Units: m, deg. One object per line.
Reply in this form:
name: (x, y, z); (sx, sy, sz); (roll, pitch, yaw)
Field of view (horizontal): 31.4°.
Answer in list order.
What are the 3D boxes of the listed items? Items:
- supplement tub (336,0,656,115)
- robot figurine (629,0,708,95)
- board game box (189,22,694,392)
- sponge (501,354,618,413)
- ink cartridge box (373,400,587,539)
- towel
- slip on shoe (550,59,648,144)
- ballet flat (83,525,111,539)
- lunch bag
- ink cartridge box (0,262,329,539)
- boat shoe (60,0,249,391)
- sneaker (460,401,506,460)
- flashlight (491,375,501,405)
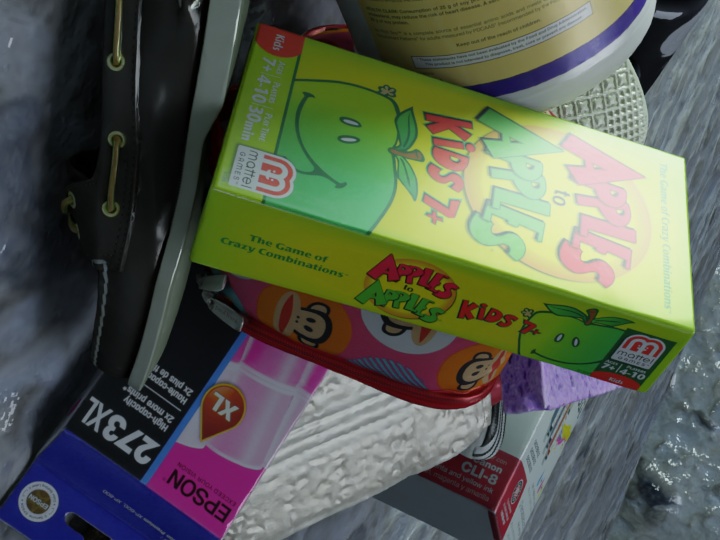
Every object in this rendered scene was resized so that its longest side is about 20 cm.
supplement tub: (0.042, -0.180, 0.564); (0.145, 0.145, 0.200); (-54, 137, -31)
robot figurine: (0.161, -0.178, 0.894); (0.150, 0.125, 0.200); (-41, 167, -40)
board game box: (0.038, -0.027, 0.541); (0.048, 0.200, 0.102); (115, -12, -48)
sponge: (0.131, 0.024, 0.800); (0.200, 0.030, 0.112); (0, 81, -62)
ink cartridge box: (0.092, 0.096, 1.014); (0.200, 0.144, 0.145); (-60, 158, -20)
towel: (-0.009, 0.072, 0.735); (0.200, 0.034, 0.133); (-20, 119, -28)
slip on shoe: (0.090, -0.130, 0.747); (0.074, 0.200, 0.061); (-57, -162, -9)
ballet flat: (-0.141, 0.167, 0.679); (0.200, 0.046, 0.067); (-60, 137, -32)
lunch bag: (0.005, -0.039, 0.630); (0.200, 0.176, 0.082); (-72, -176, -49)
ink cartridge box: (-0.082, 0.063, 0.636); (0.200, 0.095, 0.037); (-57, -168, -21)
boat shoe: (-0.095, -0.044, 0.548); (0.072, 0.060, 0.202); (-90, -165, -67)
sneaker: (0.052, 0.035, 0.929); (0.076, 0.115, 0.200); (66, 29, -60)
flashlight: (0.023, 0.078, 0.824); (0.200, 0.068, 0.068); (-19, 147, -15)
